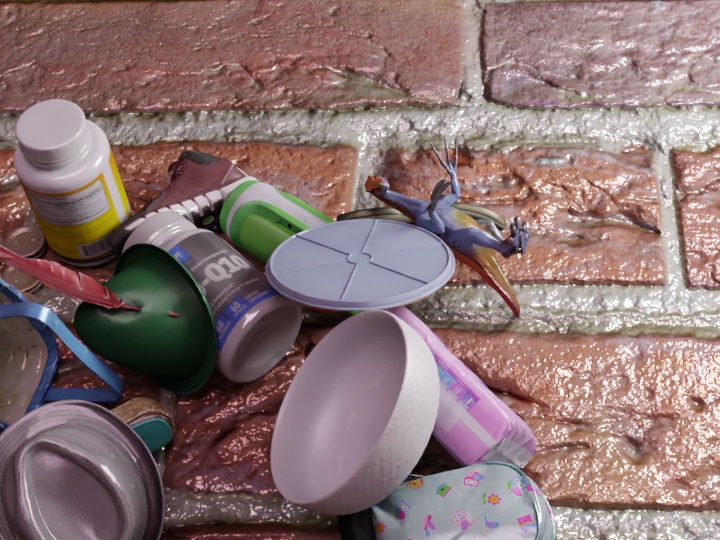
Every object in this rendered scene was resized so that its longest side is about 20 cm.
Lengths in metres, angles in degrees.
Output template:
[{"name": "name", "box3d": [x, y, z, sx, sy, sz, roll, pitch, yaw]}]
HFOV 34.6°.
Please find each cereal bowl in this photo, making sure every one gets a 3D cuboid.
[{"name": "cereal bowl", "box3d": [0.006, 0.143, 1.104, 0.083, 0.200, 0.200, 31, 49, -27]}]

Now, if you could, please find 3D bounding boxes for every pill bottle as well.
[{"name": "pill bottle", "box3d": [-0.171, 0.025, 1.299, 0.200, 0.114, 0.114, 38, 64, 27]}, {"name": "pill bottle", "box3d": [-0.335, -0.102, 1.348, 0.109, 0.200, 0.109, -2, 53, 2]}]

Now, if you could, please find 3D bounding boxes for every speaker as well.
[{"name": "speaker", "box3d": [-0.068, -0.029, 1.348, 0.200, 0.089, 0.088, 32, 62, 24]}]

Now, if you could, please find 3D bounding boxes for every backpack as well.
[{"name": "backpack", "box3d": [0.086, 0.265, 1.094, 0.200, 0.127, 0.167, -13, 56, 0]}]

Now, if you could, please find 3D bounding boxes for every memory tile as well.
[{"name": "memory tile", "box3d": [-0.477, 0.019, 1.384, 0.199, 0.017, 0.154, -7, 54, -2]}]

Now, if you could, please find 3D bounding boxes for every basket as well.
[{"name": "basket", "box3d": [-0.371, 0.094, 1.230, 0.200, 0.176, 0.139, -8, 50, 21]}]

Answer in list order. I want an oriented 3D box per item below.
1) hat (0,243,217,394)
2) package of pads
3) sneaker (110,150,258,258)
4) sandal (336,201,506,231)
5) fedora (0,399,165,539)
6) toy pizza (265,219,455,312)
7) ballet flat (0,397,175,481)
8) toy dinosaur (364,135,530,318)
[{"name": "hat", "box3d": [-0.278, 0.066, 1.205, 0.200, 0.166, 0.176, 39, 37, 26]}, {"name": "package of pads", "box3d": [0.087, 0.128, 1.200, 0.076, 0.121, 0.200, -45, 61, -1]}, {"name": "sneaker", "box3d": [-0.229, -0.084, 1.415, 0.200, 0.076, 0.116, -24, 50, -26]}, {"name": "sandal", "box3d": [0.072, -0.048, 1.370, 0.200, 0.080, 0.058, -3, 86, 0]}, {"name": "fedora", "box3d": [-0.286, 0.222, 1.135, 0.177, 0.090, 0.200, -29, 83, -13]}, {"name": "toy pizza", "box3d": [0.000, 0.000, 1.221, 0.200, 0.032, 0.200, -2, 27, 1]}, {"name": "ballet flat", "box3d": [-0.295, 0.190, 1.228, 0.200, 0.071, 0.065, -18, 27, -12]}, {"name": "toy dinosaur", "box3d": [0.090, -0.047, 1.292, 0.181, 0.201, 0.105, 6, 10, 20]}]
